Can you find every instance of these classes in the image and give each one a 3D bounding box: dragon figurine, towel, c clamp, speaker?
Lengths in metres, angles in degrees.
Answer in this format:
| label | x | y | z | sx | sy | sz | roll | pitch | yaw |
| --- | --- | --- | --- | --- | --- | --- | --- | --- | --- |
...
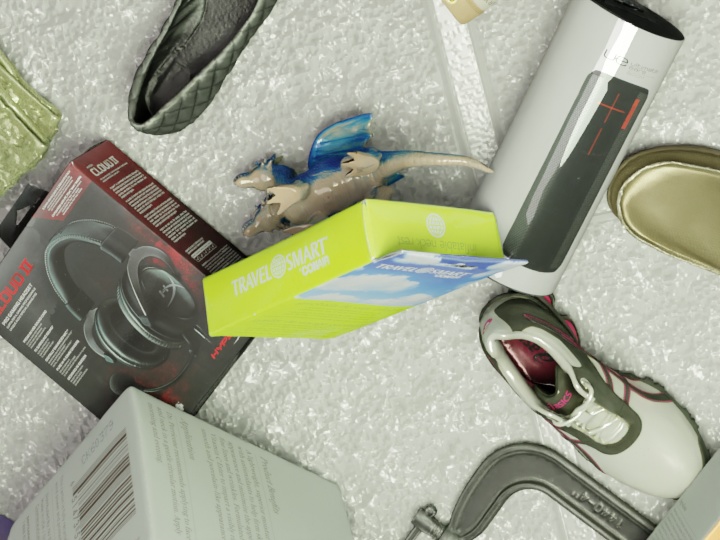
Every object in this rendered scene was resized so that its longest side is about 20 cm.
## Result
| label | x | y | z | sx | sy | sz | roll | pitch | yaw |
| --- | --- | --- | --- | --- | --- | --- | --- | --- | --- |
| dragon figurine | -0.007 | -0.068 | 1.326 | 0.199 | 0.100 | 0.059 | -22 | 111 | 17 |
| towel | -0.328 | -0.095 | 1.436 | 0.200 | 0.036 | 0.149 | -42 | 92 | 21 |
| c clamp | 0.129 | 0.217 | 1.405 | 0.199 | 0.027 | 0.172 | 31 | 106 | 7 |
| speaker | 0.138 | -0.088 | 1.283 | 0.081 | 0.081 | 0.201 | 28 | 110 | 6 |

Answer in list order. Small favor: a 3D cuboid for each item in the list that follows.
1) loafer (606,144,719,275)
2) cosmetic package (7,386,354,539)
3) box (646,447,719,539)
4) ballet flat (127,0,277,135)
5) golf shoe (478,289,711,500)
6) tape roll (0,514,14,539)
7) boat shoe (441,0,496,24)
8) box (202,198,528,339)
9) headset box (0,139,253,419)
| label | x | y | z | sx | sy | sz | roll | pitch | yaw |
| --- | --- | --- | --- | --- | --- | --- | --- | --- | --- |
| loafer | 0.259 | -0.028 | 1.272 | 0.198 | 0.067 | 0.077 | 16 | 109 | 11 |
| cosmetic package | -0.122 | 0.223 | 1.358 | 0.199 | 0.165 | 0.165 | 29 | 115 | -29 |
| box | 0.273 | 0.197 | 1.286 | 0.124 | 0.098 | 0.201 | 36 | 97 | -5 |
| ballet flat | -0.102 | -0.178 | 1.336 | 0.066 | 0.057 | 0.201 | 30 | 111 | 5 |
| golf shoe | 0.157 | 0.097 | 1.327 | 0.200 | 0.088 | 0.077 | 40 | 110 | 0 |
| tape roll | -0.325 | 0.257 | 1.447 | 0.199 | 0.200 | 0.086 | 23 | 111 | 8 |
| boat shoe | 0.017 | -0.244 | 1.275 | 0.200 | 0.074 | 0.069 | 42 | 106 | 0 |
| box | 0.000 | 0.000 | 1.277 | 0.199 | 0.121 | 0.048 | -24 | 70 | 45 |
| headset box | -0.177 | 0.016 | 1.403 | 0.200 | 0.077 | 0.149 | 40 | 112 | 0 |
